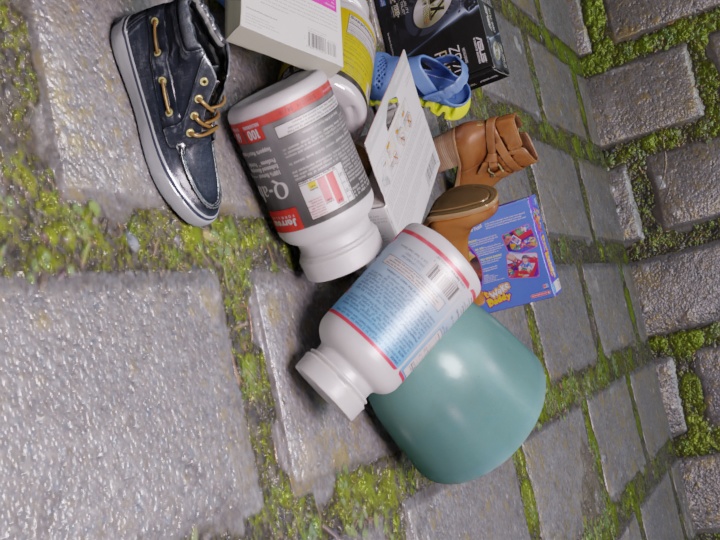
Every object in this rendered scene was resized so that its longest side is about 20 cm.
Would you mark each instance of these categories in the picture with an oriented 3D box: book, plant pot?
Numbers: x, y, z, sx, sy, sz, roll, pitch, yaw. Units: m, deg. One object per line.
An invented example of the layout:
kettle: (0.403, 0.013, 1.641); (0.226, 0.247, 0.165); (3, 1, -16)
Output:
book: (-0.079, -0.320, 1.047); (0.132, 0.048, 0.204); (14, 63, -35)
plant pot: (0.092, 0.120, 1.145); (0.161, 0.198, 0.203); (45, 37, -29)

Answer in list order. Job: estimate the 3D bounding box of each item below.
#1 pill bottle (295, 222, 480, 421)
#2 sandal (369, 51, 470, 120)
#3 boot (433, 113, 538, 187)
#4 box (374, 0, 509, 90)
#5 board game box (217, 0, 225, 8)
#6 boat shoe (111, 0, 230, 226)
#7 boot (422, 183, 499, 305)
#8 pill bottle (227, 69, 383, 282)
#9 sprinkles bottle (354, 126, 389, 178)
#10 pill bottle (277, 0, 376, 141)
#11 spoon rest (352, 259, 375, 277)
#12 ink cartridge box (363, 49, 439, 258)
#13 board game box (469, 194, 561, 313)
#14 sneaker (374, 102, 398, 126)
pill bottle: (0.027, 0.056, 1.030); (0.200, 0.108, 0.109); (-47, 129, -11)
sandal: (0.067, -0.265, 1.319); (0.087, 0.196, 0.081); (127, -34, -65)
boot: (0.213, -0.161, 1.562); (0.201, 0.153, 0.077); (57, 30, -32)
box: (0.122, -0.372, 1.497); (0.086, 0.161, 0.204); (-6, 82, -64)
board game box: (-0.161, -0.399, 1.073); (0.151, 0.036, 0.204); (36, 44, -53)
boat shoe: (-0.153, -0.144, 0.887); (0.071, 0.089, 0.204); (-40, 113, -62)
boot: (0.122, -0.015, 1.258); (0.157, 0.198, 0.077); (56, 33, -17)
pill bottle: (-0.053, -0.099, 1.040); (0.203, 0.114, 0.116); (67, 27, -16)
sprinkles bottle: (0.007, -0.137, 1.241); (0.200, 0.067, 0.069); (-35, 107, -63)
pill bottle: (-0.038, -0.248, 1.160); (0.112, 0.110, 0.203); (51, 33, -40)
spoon rest: (0.000, 0.000, 1.161); (0.100, 0.060, 0.202); (54, 33, -37)
ink cartridge box: (0.038, -0.136, 1.174); (0.202, 0.043, 0.175); (-69, 146, -44)
board game box: (0.161, -0.010, 1.336); (0.045, 0.197, 0.137); (-21, 96, -65)
sneaker: (0.068, -0.191, 1.396); (0.091, 0.076, 0.204); (28, 54, -62)
